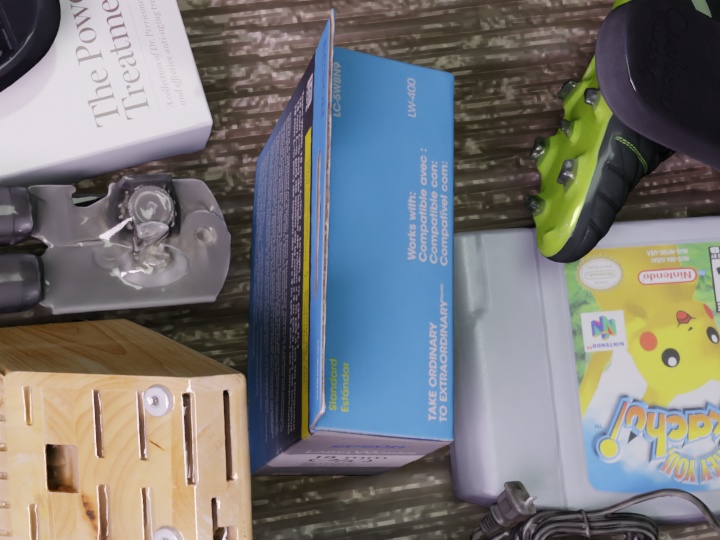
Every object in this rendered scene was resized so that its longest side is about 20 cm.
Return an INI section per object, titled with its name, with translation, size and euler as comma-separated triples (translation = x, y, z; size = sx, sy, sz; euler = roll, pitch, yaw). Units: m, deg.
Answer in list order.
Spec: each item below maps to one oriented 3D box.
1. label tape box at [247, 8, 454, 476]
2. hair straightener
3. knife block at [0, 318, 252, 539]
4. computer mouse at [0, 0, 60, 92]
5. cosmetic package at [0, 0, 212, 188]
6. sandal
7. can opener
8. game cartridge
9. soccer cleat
[label tape box]
translation = 0.000, 0.000, 0.748
size = 0.063, 0.200, 0.144
euler = 3, 79, -10
[hair straightener]
translation = 0.070, 0.123, 0.800
size = 0.200, 0.077, 0.041
euler = 0, 45, -10
[knife block]
translation = -0.098, 0.053, 0.720
size = 0.200, 0.176, 0.064
euler = 0, 98, 24
[computer mouse]
translation = -0.212, -0.070, 0.764
size = 0.200, 0.034, 0.059
euler = -21, 75, -5
[cosmetic package]
translation = -0.163, -0.131, 0.821
size = 0.151, 0.052, 0.200
euler = -16, 83, -11
[sandal]
translation = 0.184, -0.064, 0.822
size = 0.200, 0.043, 0.076
euler = 12, 71, -36
[can opener]
translation = -0.150, -0.004, 0.779
size = 0.200, 0.067, 0.053
euler = -4, 78, -20
[game cartridge]
translation = 0.135, 0.044, 0.851
size = 0.200, 0.040, 0.134
euler = -4, 83, -11
[soccer cleat]
translation = 0.133, -0.080, 0.847
size = 0.081, 0.068, 0.200
euler = 30, 61, -10
